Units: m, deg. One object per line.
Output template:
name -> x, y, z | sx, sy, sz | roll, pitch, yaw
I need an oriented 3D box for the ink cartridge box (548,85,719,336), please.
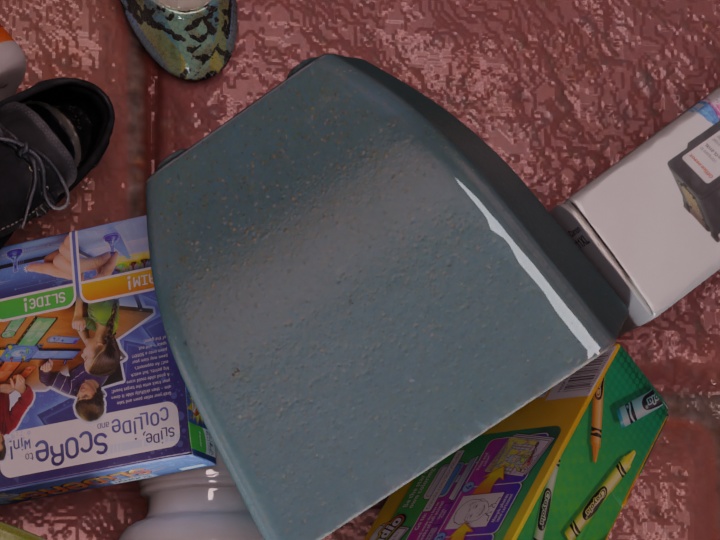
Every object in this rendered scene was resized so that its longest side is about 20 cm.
ink cartridge box -> 0.196, -0.047, 1.270 | 0.200, 0.146, 0.083 | -36, 88, -16

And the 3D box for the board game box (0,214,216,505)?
board game box -> -0.181, 0.054, 1.181 | 0.199, 0.034, 0.136 | -11, 74, 17

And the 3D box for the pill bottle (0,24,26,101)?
pill bottle -> -0.288, -0.155, 1.221 | 0.110, 0.110, 0.200 | -41, 88, -16

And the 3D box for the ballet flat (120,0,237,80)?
ballet flat -> -0.116, -0.212, 1.289 | 0.074, 0.074, 0.201 | -14, 81, -13

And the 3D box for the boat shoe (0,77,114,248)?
boat shoe -> -0.191, -0.056, 1.182 | 0.062, 0.200, 0.075 | -32, 98, 28

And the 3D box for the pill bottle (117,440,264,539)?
pill bottle -> -0.077, 0.191, 1.181 | 0.111, 0.111, 0.201 | 1, 77, -11

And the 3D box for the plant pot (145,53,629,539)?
plant pot -> 0.000, 0.000, 1.126 | 0.196, 0.196, 0.200 | -34, 88, 10

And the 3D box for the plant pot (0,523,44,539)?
plant pot -> -0.215, 0.227, 1.103 | 0.200, 0.200, 0.193 | 21, 69, -6

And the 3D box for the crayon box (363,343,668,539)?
crayon box -> 0.072, 0.134, 1.186 | 0.058, 0.119, 0.200 | 51, 51, -24
